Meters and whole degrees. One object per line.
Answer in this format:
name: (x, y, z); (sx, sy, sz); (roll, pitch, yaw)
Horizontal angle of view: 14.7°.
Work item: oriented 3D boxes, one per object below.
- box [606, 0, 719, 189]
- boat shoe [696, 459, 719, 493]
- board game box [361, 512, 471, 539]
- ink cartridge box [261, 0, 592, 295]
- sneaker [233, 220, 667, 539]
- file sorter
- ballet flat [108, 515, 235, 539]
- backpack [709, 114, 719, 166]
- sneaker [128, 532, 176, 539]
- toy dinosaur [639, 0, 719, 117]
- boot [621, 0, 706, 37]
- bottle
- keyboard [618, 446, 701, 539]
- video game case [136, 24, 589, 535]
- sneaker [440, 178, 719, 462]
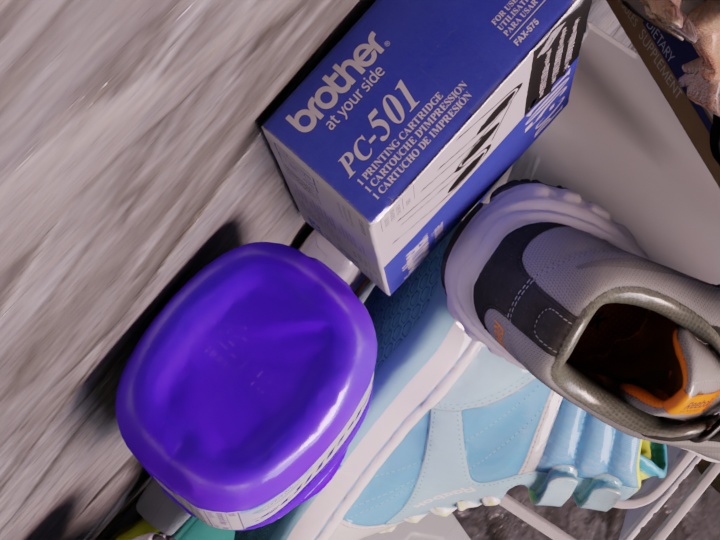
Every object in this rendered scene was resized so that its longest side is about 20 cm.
box: (0.176, -0.138, 1.088); (0.032, 0.121, 0.200); (-2, 143, -38)
boat shoe: (0.194, 0.064, 1.140); (0.066, 0.072, 0.201); (-58, -177, -13)
board game box: (-0.063, 0.169, 1.243); (0.200, 0.064, 0.148); (-27, -168, 44)
ink cartridge box: (0.022, -0.049, 0.850); (0.094, 0.044, 0.200); (-47, 175, -3)
sneaker: (0.040, 0.075, 1.059); (0.200, 0.130, 0.080); (-52, -155, 42)
file sorter: (0.103, 0.008, 1.168); (0.125, 0.139, 0.200); (-54, -176, 26)
ballet flat: (-0.115, 0.158, 1.110); (0.067, 0.067, 0.200); (-14, -159, 39)
backpack: (0.199, -0.031, 0.935); (0.200, 0.163, 0.154); (-78, 168, -53)
sneaker: (-0.086, 0.150, 1.035); (0.200, 0.089, 0.079); (56, 29, -59)
toy dinosaur: (0.125, -0.122, 0.815); (0.136, 0.200, 0.086); (-55, -146, 0)
boot: (0.154, -0.168, 0.960); (0.154, 0.073, 0.204); (-56, 174, 26)
bottle: (-0.035, 0.044, 0.916); (0.084, 0.065, 0.200); (-50, 175, -8)
keyboard: (0.173, 0.035, 1.172); (0.200, 0.011, 0.056); (-52, -175, 16)
video game case: (0.000, 0.000, 1.108); (0.182, 0.024, 0.200); (-45, 172, -42)
sneaker: (0.120, 0.037, 0.960); (0.074, 0.200, 0.079); (-61, -148, 16)
